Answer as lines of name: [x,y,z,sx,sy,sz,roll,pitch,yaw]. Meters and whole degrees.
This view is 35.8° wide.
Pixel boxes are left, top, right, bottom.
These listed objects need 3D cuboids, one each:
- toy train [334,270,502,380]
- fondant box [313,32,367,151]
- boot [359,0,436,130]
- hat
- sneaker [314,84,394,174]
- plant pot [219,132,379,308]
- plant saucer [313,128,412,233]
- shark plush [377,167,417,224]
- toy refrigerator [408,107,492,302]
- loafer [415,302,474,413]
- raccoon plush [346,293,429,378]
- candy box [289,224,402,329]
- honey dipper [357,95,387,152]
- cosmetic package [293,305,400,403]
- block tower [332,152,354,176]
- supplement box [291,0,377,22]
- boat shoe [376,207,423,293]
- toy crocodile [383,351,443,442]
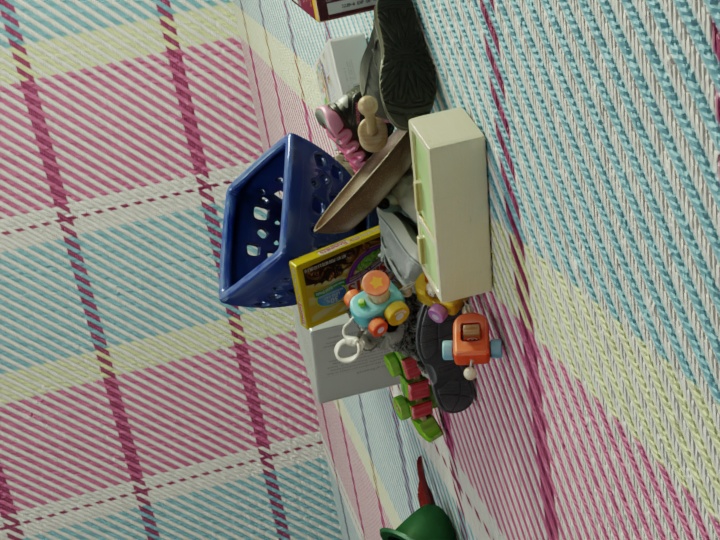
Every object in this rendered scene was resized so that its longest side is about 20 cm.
toy train: [0.067,0.052,1.303,0.056,0.199,0.151,78,-163,-47]
fondant box: [-0.019,-0.269,1.705,0.200,0.058,0.145,176,81,-80]
boot: [0.036,-0.229,1.377,0.200,0.072,0.183,128,140,-71]
hat: [0.141,0.415,1.869,0.200,0.176,0.166,35,157,12]
sneaker: [0.023,-0.175,1.545,0.079,0.095,0.200,42,172,50]
plant pot: [-0.083,-0.054,1.638,0.200,0.179,0.201,-33,50,49]
plant saucer: [0.018,-0.115,1.410,0.037,0.201,0.200,41,175,-8]
shark plush: [0.064,-0.084,1.455,0.083,0.091,0.200,46,169,-10]
toy refrigerator: [0.098,-0.070,1.233,0.076,0.070,0.201,-116,15,-53]
loafer: [0.105,0.095,1.448,0.063,0.071,0.201,-109,7,-56]
raccoon plush: [0.053,0.109,1.566,0.097,0.133,0.201,-116,16,-50]
candy box: [0.000,0.000,1.542,0.026,0.199,0.103,37,143,50]
honey dipper: [0.014,-0.174,1.312,0.200,0.038,0.038,68,-172,-86]
cosmetic package: [-0.022,0.092,1.917,0.201,0.164,0.165,87,167,-48]
block tower: [-0.015,-0.097,1.822,0.058,0.054,0.201,-31,-56,-55]
supplement box: [-0.029,-0.382,1.420,0.200,0.110,0.086,-122,20,-66]
boat shoe: [0.051,-0.031,1.452,0.072,0.070,0.201,-61,22,15]
toy crocodile: [0.083,0.171,1.706,0.062,0.067,0.201,-137,32,-65]
